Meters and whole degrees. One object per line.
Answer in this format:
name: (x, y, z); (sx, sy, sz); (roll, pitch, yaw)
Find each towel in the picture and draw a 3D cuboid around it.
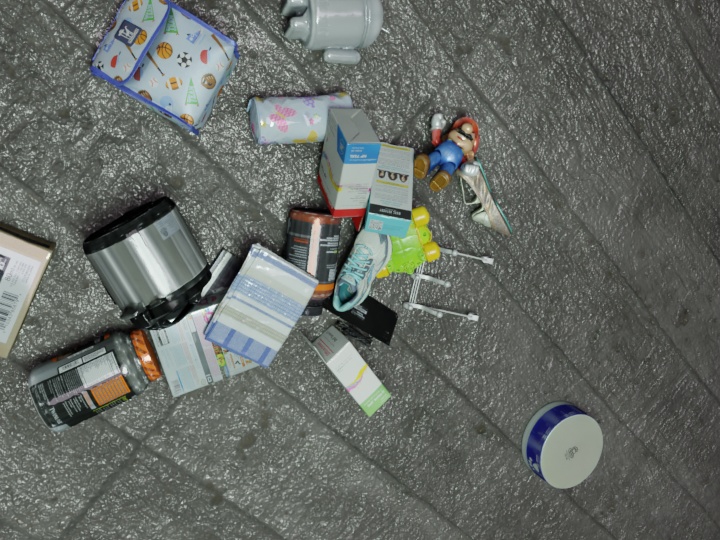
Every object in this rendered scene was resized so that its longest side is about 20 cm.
towel: (-0.182, 0.067, 1.125); (0.145, 0.024, 0.202); (29, 98, -22)

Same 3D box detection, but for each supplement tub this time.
supplement tub: (-0.465, 0.187, 1.084); (0.197, 0.122, 0.125); (-24, 109, -15)
supplement tub: (-0.098, -0.016, 1.192); (0.105, 0.107, 0.204); (5, 99, -22)

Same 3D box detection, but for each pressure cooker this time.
pressure cooker: (-0.356, -0.003, 1.056); (0.174, 0.178, 0.202); (-32, 111, -15)

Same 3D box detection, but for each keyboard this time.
keyboard: (-0.014, 0.096, 1.299); (0.198, 0.039, 0.106); (32, 66, -23)

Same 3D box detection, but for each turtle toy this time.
turtle toy: (0.074, -0.087, 1.247); (0.143, 0.101, 0.203); (-17, 107, 8)

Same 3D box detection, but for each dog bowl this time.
dog bowl: (0.512, 0.442, 1.552); (0.196, 0.079, 0.204); (-5, 104, -21)

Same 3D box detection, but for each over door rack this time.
over door rack: (0.201, 0.028, 1.343); (0.197, 0.067, 0.151); (10, 99, -23)

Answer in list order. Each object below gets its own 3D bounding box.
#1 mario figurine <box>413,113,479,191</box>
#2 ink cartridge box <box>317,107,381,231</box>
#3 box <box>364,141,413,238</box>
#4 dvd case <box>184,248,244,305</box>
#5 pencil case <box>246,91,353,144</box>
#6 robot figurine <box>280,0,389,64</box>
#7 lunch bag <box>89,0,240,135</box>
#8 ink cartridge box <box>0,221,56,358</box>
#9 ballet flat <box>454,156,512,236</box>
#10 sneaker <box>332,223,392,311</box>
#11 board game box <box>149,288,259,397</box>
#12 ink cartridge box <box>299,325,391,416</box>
mario figurine: (0.186, -0.251, 1.226); (0.200, 0.105, 0.125); (-50, 120, -39)
ink cartridge box: (-0.028, -0.182, 1.135); (0.066, 0.117, 0.202); (-5, 135, -20)
box: (0.057, -0.158, 1.172); (0.081, 0.203, 0.050); (10, 141, -4)
dvd case: (-0.233, 0.073, 1.209); (0.199, 0.016, 0.150); (36, 88, -25)
pencil case: (-0.109, -0.287, 1.143); (0.196, 0.083, 0.093); (-10, 86, -20)
robot figurine: (-0.042, -0.462, 1.112); (0.196, 0.113, 0.173); (-10, 99, -19)
lunch bag: (-0.327, -0.353, 1.024); (0.198, 0.124, 0.172); (31, 90, -10)
ink cartridge box: (-0.624, 0.020, 1.011); (0.163, 0.075, 0.203); (23, 93, -25)
ballet flat: (0.263, -0.150, 1.338); (0.066, 0.068, 0.202); (-28, 106, 7)
sneaker: (0.000, 0.000, 1.186); (0.077, 0.086, 0.203); (28, 122, 14)
board game box: (-0.282, 0.129, 1.160); (0.197, 0.064, 0.150); (-18, 109, -14)
ink cartridge box: (-0.032, 0.191, 1.259); (0.067, 0.117, 0.201); (-40, 113, -9)
